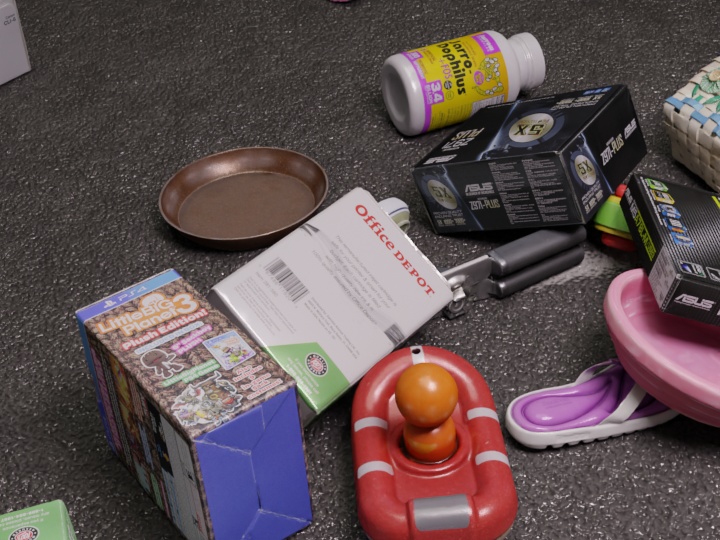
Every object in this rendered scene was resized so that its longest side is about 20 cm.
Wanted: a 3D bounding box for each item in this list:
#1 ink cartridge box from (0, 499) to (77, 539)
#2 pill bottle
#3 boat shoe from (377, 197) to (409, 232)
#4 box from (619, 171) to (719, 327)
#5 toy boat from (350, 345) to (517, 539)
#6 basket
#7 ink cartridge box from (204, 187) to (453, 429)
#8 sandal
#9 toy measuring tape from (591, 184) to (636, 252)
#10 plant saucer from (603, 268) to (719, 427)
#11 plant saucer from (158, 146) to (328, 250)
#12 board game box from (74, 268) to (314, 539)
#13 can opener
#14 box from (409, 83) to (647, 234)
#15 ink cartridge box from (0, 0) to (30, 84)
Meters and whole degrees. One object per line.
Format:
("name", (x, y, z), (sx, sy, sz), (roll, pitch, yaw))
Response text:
("ink cartridge box", (-0.267, 0.279, 0.818), (0.144, 0.088, 0.200), (-13, 38, -11))
("pill bottle", (0.134, -0.247, 1.467), (0.199, 0.105, 0.104), (-18, 38, -17))
("boat shoe", (0.000, 0.000, 1.193), (0.062, 0.072, 0.200), (32, 54, 15))
("box", (0.357, -0.009, 1.080), (0.192, 0.048, 0.201), (13, 32, -7))
("toy boat", (0.056, 0.130, 0.940), (0.129, 0.132, 0.201), (-5, 36, -1))
("basket", (0.465, -0.177, 1.298), (0.199, 0.140, 0.177), (-25, 38, -10))
("ink cartridge box", (-0.032, 0.036, 1.066), (0.200, 0.084, 0.146), (-36, 82, -35))
("sandal", (0.225, 0.107, 1.019), (0.201, 0.050, 0.083), (-19, 39, -19))
("toy measuring tape", (0.317, -0.044, 1.198), (0.199, 0.074, 0.074), (19, 42, 21))
("plant saucer", (0.305, 0.074, 1.012), (0.199, 0.051, 0.201), (15, 29, -9))
("plant saucer", (-0.135, -0.081, 1.336), (0.198, 0.035, 0.201), (-4, 37, 3))
("board game box", (-0.139, 0.123, 0.952), (0.096, 0.160, 0.200), (-26, 41, -27))
("can opener", (0.140, -0.008, 1.185), (0.199, 0.054, 0.067), (-22, 40, -23))
("box", (0.184, -0.121, 1.250), (0.199, 0.087, 0.164), (-2, 30, 43))
("ink cartridge box", (-0.612, -0.352, 1.670), (0.199, 0.146, 0.145), (21, 43, 32))
